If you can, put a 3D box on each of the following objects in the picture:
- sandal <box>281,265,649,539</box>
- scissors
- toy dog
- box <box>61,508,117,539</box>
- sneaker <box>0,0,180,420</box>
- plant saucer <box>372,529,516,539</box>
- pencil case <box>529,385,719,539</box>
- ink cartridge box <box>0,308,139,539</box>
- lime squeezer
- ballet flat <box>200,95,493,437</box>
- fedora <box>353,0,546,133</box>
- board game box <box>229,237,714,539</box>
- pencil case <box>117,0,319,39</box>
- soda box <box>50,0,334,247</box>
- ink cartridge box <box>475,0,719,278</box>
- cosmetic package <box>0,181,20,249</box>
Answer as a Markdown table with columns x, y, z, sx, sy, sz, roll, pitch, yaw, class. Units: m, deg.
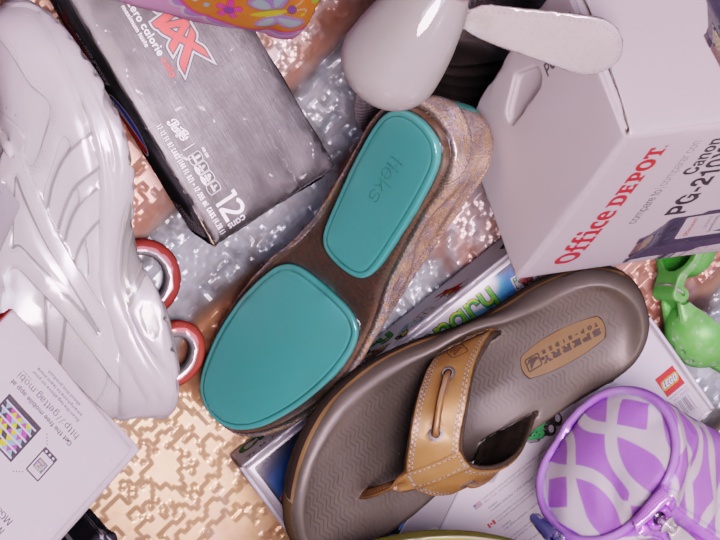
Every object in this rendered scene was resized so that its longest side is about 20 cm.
| x | y | z | sx | sy | sz | roll | pitch | yaw | class |
| --- | --- | --- | --- | --- | --- | --- | --- | --- | --- |
| 0.053 | 0.068 | 1.340 | 0.199 | 0.055 | 0.082 | -27 | 120 | -11 | sandal |
| -0.170 | 0.032 | 1.347 | 0.199 | 0.014 | 0.074 | -8 | 100 | -15 | scissors |
| 0.080 | -0.149 | 1.207 | 0.199 | 0.096 | 0.133 | -25 | 73 | 25 | toy dog |
| -0.165 | 0.199 | 1.272 | 0.200 | 0.198 | 0.123 | -41 | 106 | -6 | box |
| -0.146 | -0.018 | 1.303 | 0.099 | 0.078 | 0.201 | -16 | 99 | -13 | sneaker |
| 0.030 | 0.191 | 1.371 | 0.198 | 0.031 | 0.201 | -3 | 127 | -5 | plant saucer |
| 0.167 | 0.126 | 1.373 | 0.200 | 0.085 | 0.084 | 33 | 91 | -41 | pencil case |
| -0.212 | 0.115 | 1.225 | 0.084 | 0.200 | 0.176 | 48 | 62 | -14 | ink cartridge box |
| 0.174 | 0.001 | 1.419 | 0.070 | 0.038 | 0.201 | -17 | 98 | -9 | lime squeezer |
| 0.000 | 0.000 | 1.348 | 0.068 | 0.067 | 0.200 | 48 | 121 | 14 | ballet flat |
| 0.079 | -0.139 | 1.336 | 0.199 | 0.177 | 0.091 | -28 | 66 | 21 | fedora |
| 0.054 | 0.077 | 1.396 | 0.200 | 0.035 | 0.127 | -38 | 104 | -5 | board game box |
| -0.106 | -0.158 | 1.239 | 0.199 | 0.087 | 0.088 | 12 | 93 | -19 | pencil case |
| -0.094 | -0.115 | 1.324 | 0.071 | 0.063 | 0.201 | -33 | 104 | -10 | soda box |
| 0.166 | -0.072 | 1.321 | 0.199 | 0.145 | 0.085 | -8 | 66 | -22 | ink cartridge box |
| -0.247 | 0.021 | 1.243 | 0.200 | 0.113 | 0.081 | -36 | 106 | 19 | cosmetic package |
